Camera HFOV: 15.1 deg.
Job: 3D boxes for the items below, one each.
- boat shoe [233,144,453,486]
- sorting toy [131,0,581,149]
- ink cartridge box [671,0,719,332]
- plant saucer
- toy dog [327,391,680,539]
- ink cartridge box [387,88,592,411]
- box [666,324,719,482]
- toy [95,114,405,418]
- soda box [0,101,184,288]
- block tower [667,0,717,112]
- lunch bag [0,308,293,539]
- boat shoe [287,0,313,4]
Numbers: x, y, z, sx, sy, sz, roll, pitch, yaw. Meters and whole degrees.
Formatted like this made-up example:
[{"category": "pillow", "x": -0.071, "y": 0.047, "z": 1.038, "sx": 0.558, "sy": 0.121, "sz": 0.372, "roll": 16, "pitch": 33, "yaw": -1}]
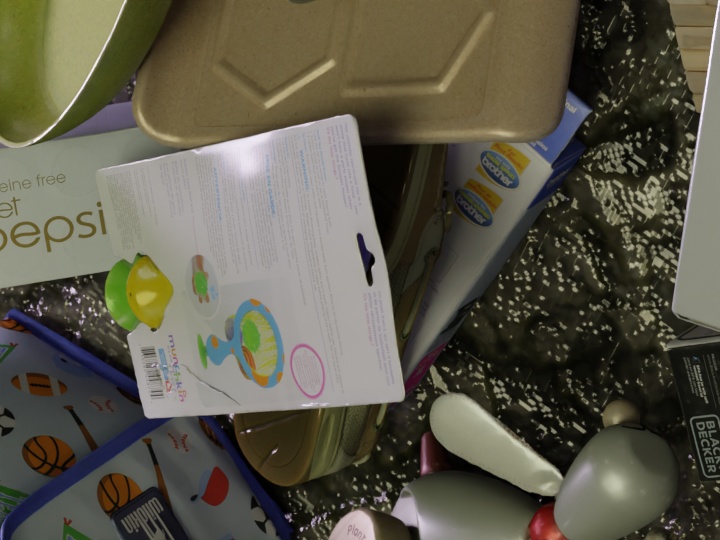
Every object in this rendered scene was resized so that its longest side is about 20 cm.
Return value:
[{"category": "boat shoe", "x": 0.001, "y": 0.002, "z": 1.194, "sx": 0.073, "sy": 0.063, "sz": 0.201, "roll": 32, "pitch": 118, "yaw": 38}, {"category": "sorting toy", "x": 0.007, "y": -0.139, "z": 1.147, "sx": 0.200, "sy": 0.036, "sz": 0.185, "roll": 2, "pitch": 75, "yaw": 31}, {"category": "ink cartridge box", "x": 0.200, "y": -0.066, "z": 0.987, "sx": 0.084, "sy": 0.200, "sz": 0.146, "roll": 18, "pitch": 117, "yaw": 28}, {"category": "plant saucer", "x": -0.116, "y": -0.148, "z": 1.209, "sx": 0.200, "sy": 0.031, "sz": 0.200, "roll": -40, "pitch": 43, "yaw": 50}, {"category": "toy dog", "x": 0.069, "y": 0.096, "z": 1.207, "sx": 0.200, "sy": 0.132, "sz": 0.096, "roll": -19, "pitch": 59, "yaw": 33}, {"category": "ink cartridge box", "x": 0.018, "y": -0.042, "z": 1.218, "sx": 0.119, "sy": 0.042, "sz": 0.200, "roll": 43, "pitch": 128, "yaw": 13}, {"category": "box", "x": 0.236, "y": 0.029, "z": 1.056, "sx": 0.200, "sy": 0.117, "sz": 0.060, "roll": -8, "pitch": 101, "yaw": 37}, {"category": "toy", "x": -0.038, "y": 0.000, "z": 1.156, "sx": 0.200, "sy": 0.047, "sz": 0.115, "roll": -8, "pitch": 94, "yaw": 51}, {"category": "soda box", "x": -0.180, "y": -0.029, "z": 1.270, "sx": 0.200, "sy": 0.064, "sz": 0.068, "roll": -10, "pitch": 105, "yaw": -5}, {"category": "block tower", "x": 0.150, "y": -0.124, "z": 1.058, "sx": 0.058, "sy": 0.054, "sz": 0.200, "roll": 4, "pitch": 127, "yaw": 31}, {"category": "lunch bag", "x": -0.152, "y": 0.127, "z": 1.315, "sx": 0.200, "sy": 0.170, "sz": 0.124, "roll": 32, "pitch": 128, "yaw": 21}, {"category": "boat shoe", "x": 0.000, "y": -0.202, "z": 1.075, "sx": 0.066, "sy": 0.074, "sz": 0.199, "roll": 41, "pitch": 128, "yaw": 23}]
